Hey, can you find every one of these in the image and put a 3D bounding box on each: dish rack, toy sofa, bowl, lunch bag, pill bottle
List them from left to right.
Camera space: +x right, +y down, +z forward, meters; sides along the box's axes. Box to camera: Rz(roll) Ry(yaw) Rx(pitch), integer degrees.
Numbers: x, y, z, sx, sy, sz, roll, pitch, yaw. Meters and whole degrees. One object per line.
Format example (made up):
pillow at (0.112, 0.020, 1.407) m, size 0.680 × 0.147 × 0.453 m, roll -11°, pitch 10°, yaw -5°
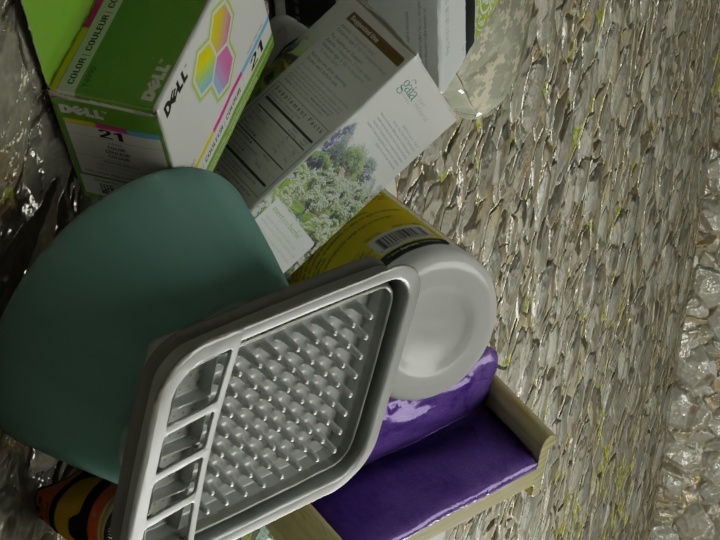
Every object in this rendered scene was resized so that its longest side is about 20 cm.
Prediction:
bowl at (-0.109, 0.052, 1.309) m, size 0.200 × 0.105 × 0.202 m, roll -33°, pitch 145°, yaw -27°
dish rack at (-0.060, 0.076, 1.254) m, size 0.199 × 0.043 × 0.173 m, roll -21°, pitch 138°, yaw -40°
pill bottle at (0.000, 0.000, 1.571) m, size 0.112 × 0.200 × 0.113 m, roll -15°, pitch 121°, yaw -26°
toy sofa at (0.036, 0.138, 1.559) m, size 0.199 × 0.083 × 0.098 m, roll -24°, pitch 141°, yaw -28°
lunch bag at (0.082, -0.240, 1.816) m, size 0.164 × 0.117 × 0.202 m, roll 57°, pitch 43°, yaw -67°

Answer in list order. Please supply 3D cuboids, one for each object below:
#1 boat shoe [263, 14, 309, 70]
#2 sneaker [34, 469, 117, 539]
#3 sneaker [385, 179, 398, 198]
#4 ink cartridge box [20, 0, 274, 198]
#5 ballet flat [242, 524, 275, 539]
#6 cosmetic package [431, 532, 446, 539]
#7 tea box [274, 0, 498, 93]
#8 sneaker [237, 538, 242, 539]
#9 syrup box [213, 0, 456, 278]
boat shoe at (-0.068, -0.079, 1.526) m, size 0.073 × 0.067 × 0.201 m, roll 8°, pitch 121°, yaw -39°
sneaker at (-0.120, 0.127, 1.425) m, size 0.199 × 0.089 × 0.071 m, roll -21°, pitch 120°, yaw -50°
sneaker at (-0.023, -0.092, 1.691) m, size 0.115 × 0.078 × 0.202 m, roll 17°, pitch 73°, yaw -64°
ink cartridge box at (-0.123, -0.152, 1.300) m, size 0.201 × 0.075 × 0.149 m, roll 79°, pitch 29°, yaw -54°
ballet flat at (-0.096, 0.212, 1.658) m, size 0.200 × 0.069 × 0.072 m, roll 75°, pitch 37°, yaw -63°
cosmetic package at (0.007, 0.132, 1.732) m, size 0.051 × 0.200 × 0.152 m, roll 6°, pitch 96°, yaw -30°
tea box at (0.029, -0.270, 1.600) m, size 0.197 × 0.132 × 0.201 m, roll -61°, pitch 156°, yaw -44°
sneaker at (-0.122, 0.203, 1.566) m, size 0.073 × 0.070 × 0.202 m, roll -39°, pitch 118°, yaw -55°
syrup box at (-0.042, -0.073, 1.431) m, size 0.200 × 0.081 × 0.079 m, roll -44°, pitch 145°, yaw -3°
